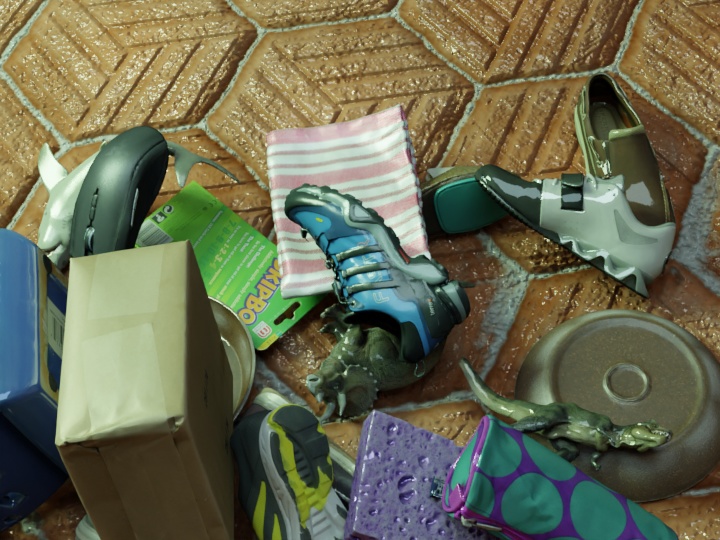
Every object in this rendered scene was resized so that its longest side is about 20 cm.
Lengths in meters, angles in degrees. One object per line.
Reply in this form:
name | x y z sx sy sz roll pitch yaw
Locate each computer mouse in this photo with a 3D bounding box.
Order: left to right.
computer mouse | -0.218 -0.035 1.401 0.139 0.046 0.202 24 87 34

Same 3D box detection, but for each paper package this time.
paper package | -0.166 0.110 1.219 0.102 0.192 0.201 -9 45 3

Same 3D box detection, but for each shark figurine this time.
shark figurine | -0.230 -0.086 1.501 0.213 0.089 0.129 -28 64 17

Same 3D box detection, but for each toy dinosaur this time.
toy dinosaur | 0.023 0.072 1.396 0.198 0.077 0.103 -20 71 -24
toy dinosaur | 0.161 0.138 1.302 0.198 0.048 0.088 18 44 19

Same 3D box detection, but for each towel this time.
towel | -0.014 -0.066 1.446 0.144 0.030 0.202 -11 53 4

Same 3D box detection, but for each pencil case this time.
pencil case | 0.159 0.201 1.223 0.199 0.085 0.093 30 58 -9

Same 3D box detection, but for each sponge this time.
sponge | 0.086 0.200 1.259 0.198 0.030 0.113 22 54 -14

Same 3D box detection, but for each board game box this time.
board game box | -0.129 -0.002 1.474 0.095 0.030 0.199 -41 58 -22

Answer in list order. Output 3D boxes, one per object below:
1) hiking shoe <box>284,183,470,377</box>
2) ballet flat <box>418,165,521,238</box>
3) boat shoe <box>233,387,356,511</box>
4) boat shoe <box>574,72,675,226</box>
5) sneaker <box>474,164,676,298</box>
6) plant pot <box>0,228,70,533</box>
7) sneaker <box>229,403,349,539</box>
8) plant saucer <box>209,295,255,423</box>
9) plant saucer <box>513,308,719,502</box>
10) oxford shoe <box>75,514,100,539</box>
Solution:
hiking shoe | 0.000 0.000 1.348 0.199 0.075 0.087 36 75 18
ballet flat | 0.060 -0.062 1.494 0.198 0.068 0.072 -25 37 -10
boat shoe | -0.035 0.181 1.311 0.065 0.072 0.200 -43 61 -14
boat shoe | 0.255 -0.110 1.502 0.074 0.075 0.204 -14 54 -7
sneaker | 0.204 -0.062 1.439 0.199 0.074 0.089 30 95 2
plant pot | -0.316 0.092 1.284 0.178 0.201 0.202 -16 54 11
sneaker | -0.053 0.205 1.256 0.074 0.203 0.084 -14 7 -36
plant saucer | -0.187 0.106 1.380 0.197 0.035 0.202 -7 50 8
plant saucer | 0.236 0.109 1.367 0.197 0.037 0.202 -2 53 2
oxford shoe | -0.153 0.268 1.262 0.198 0.075 0.058 26 101 11
